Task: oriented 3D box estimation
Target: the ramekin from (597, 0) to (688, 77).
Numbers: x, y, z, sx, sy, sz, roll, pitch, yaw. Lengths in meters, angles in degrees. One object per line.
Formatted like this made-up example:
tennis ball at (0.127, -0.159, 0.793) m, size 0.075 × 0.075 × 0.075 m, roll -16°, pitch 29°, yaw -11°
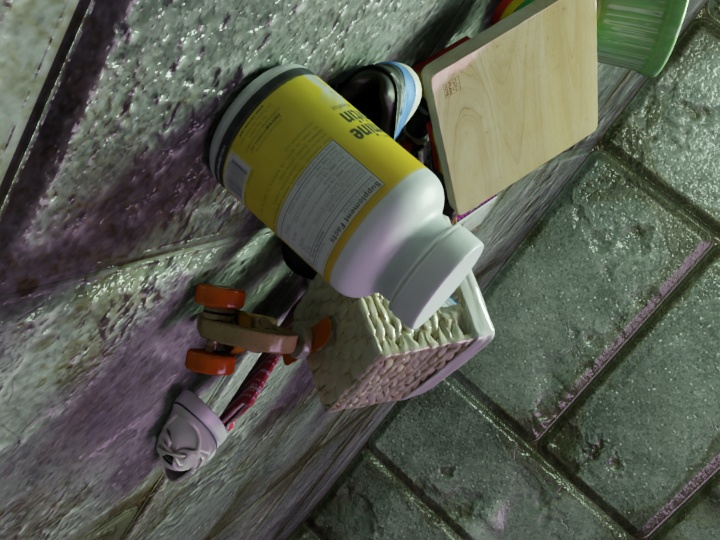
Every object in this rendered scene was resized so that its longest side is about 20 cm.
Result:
ramekin at (0.341, -0.351, 1.007) m, size 0.200 × 0.097 × 0.202 m, roll 10°, pitch 90°, yaw -84°

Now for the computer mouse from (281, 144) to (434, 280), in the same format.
computer mouse at (0.011, -0.045, 0.870) m, size 0.198 × 0.053 × 0.140 m, roll -22°, pitch 126°, yaw -25°

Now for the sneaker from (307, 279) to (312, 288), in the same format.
sneaker at (0.000, 0.000, 1.001) m, size 0.078 × 0.099 × 0.201 m, roll -37°, pitch 162°, yaw -42°

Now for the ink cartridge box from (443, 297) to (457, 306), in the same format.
ink cartridge box at (0.059, 0.096, 1.365) m, size 0.145 × 0.147 × 0.200 m, roll -54°, pitch 167°, yaw 21°

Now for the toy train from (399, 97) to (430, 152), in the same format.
toy train at (0.059, -0.137, 0.959) m, size 0.046 × 0.034 × 0.201 m, roll -38°, pitch 163°, yaw -33°

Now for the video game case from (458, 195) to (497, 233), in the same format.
video game case at (0.169, -0.059, 1.544) m, size 0.200 × 0.036 × 0.182 m, roll -33°, pitch 159°, yaw -51°

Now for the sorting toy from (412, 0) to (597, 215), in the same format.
sorting toy at (0.154, -0.193, 0.863) m, size 0.198 × 0.070 × 0.201 m, roll -32°, pitch 140°, yaw -9°

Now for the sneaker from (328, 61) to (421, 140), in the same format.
sneaker at (-0.017, -0.094, 0.722) m, size 0.201 × 0.076 × 0.111 m, roll -59°, pitch 171°, yaw 19°

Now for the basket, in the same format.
basket at (0.022, 0.053, 0.810) m, size 0.122 × 0.137 × 0.200 m, roll -12°, pitch 160°, yaw -24°

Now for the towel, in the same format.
towel at (-0.098, 0.095, 0.953) m, size 0.201 × 0.022 × 0.145 m, roll -58°, pitch -174°, yaw -31°

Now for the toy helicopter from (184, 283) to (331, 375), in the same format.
toy helicopter at (-0.099, 0.060, 0.819) m, size 0.200 × 0.131 × 0.080 m, roll -171°, pitch -90°, yaw -85°

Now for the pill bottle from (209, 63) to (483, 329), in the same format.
pill bottle at (-0.009, -0.052, 0.598) m, size 0.112 × 0.200 × 0.112 m, roll -46°, pitch 167°, yaw -13°

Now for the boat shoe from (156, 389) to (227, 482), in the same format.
boat shoe at (-0.210, 0.204, 0.954) m, size 0.066 × 0.072 × 0.200 m, roll -47°, pitch 176°, yaw -30°

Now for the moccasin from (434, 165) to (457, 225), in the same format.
moccasin at (0.088, -0.066, 1.005) m, size 0.078 × 0.073 × 0.203 m, roll -59°, pitch 165°, yaw -56°
